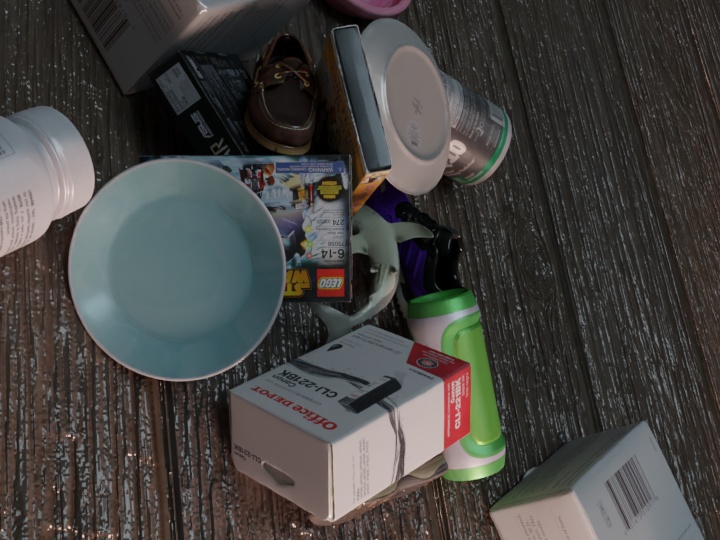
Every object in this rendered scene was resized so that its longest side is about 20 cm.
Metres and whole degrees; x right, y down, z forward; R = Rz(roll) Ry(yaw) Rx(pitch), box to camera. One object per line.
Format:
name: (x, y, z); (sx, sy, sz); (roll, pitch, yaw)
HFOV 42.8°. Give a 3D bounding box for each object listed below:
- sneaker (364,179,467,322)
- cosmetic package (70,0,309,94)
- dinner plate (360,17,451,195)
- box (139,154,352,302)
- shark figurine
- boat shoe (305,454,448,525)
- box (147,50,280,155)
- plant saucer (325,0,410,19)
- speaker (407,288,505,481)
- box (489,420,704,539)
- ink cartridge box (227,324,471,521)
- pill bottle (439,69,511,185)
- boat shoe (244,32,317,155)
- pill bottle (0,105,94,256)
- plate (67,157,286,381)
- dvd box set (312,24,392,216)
sneaker: (0.074, -0.039, 1.094); (0.069, 0.099, 0.202); (-16, 81, -47)
cosmetic package: (-0.177, -0.314, 0.961); (0.200, 0.166, 0.168); (-33, 92, -46)
dinner plate: (0.057, -0.186, 1.035); (0.199, 0.024, 0.202); (12, 75, -52)
box: (-0.106, -0.039, 0.864); (0.198, 0.040, 0.138); (-1, 94, 1)
shark figurine: (0.011, 0.016, 1.035); (0.127, 0.090, 0.216); (9, 49, -1)
boat shoe: (0.009, 0.206, 0.947); (0.199, 0.074, 0.074); (-4, 62, -52)
box: (-0.121, -0.132, 0.961); (0.201, 0.043, 0.160); (58, 17, -3)
plant saucer: (-0.015, -0.423, 1.241); (0.199, 0.051, 0.202); (19, 58, -33)
speaker: (0.107, 0.126, 1.027); (0.088, 0.088, 0.202); (-16, 97, -45)
box: (0.289, 0.318, 1.090); (0.198, 0.130, 0.201); (-23, 86, -45)
ink cartridge box: (-0.009, 0.138, 0.886); (0.199, 0.144, 0.085); (-23, 120, -42)
pill bottle: (0.089, -0.197, 1.178); (0.199, 0.113, 0.114); (24, 55, -31)
boat shoe: (-0.080, -0.186, 0.939); (0.070, 0.071, 0.201); (12, 30, -18)
pill bottle: (-0.323, -0.060, 0.742); (0.200, 0.113, 0.114); (-34, 93, -45)
plate: (-0.165, -0.001, 0.835); (0.201, 0.199, 0.026); (57, 4, -4)
dvd box set: (-0.017, -0.144, 0.953); (0.029, 0.200, 0.148); (-12, 84, -13)
